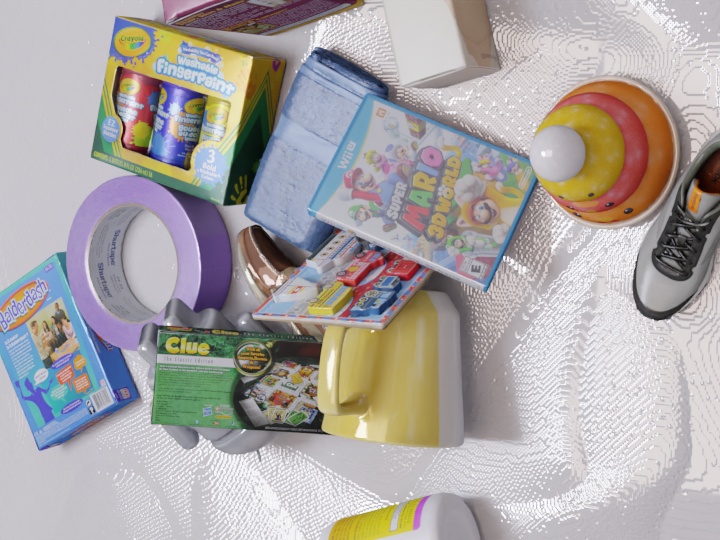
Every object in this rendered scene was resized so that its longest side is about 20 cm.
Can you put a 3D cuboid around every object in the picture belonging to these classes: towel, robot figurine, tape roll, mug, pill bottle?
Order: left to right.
[{"bbox_3d":[-0.249,-0.010,1.561,0.197,0.065,0.204,3,96,29],"label":"tape roll"},{"bbox_3d":[-0.156,0.123,1.471,0.169,0.113,0.200,-42,108,14],"label":"robot figurine"},{"bbox_3d":[-0.045,-0.128,1.443,0.111,0.048,0.202,32,108,20],"label":"towel"},{"bbox_3d":[0.023,0.306,1.416,0.198,0.104,0.106,-20,85,30],"label":"pill bottle"},{"bbox_3d":[0.039,0.094,1.352,0.147,0.187,0.156,6,90,4],"label":"mug"}]

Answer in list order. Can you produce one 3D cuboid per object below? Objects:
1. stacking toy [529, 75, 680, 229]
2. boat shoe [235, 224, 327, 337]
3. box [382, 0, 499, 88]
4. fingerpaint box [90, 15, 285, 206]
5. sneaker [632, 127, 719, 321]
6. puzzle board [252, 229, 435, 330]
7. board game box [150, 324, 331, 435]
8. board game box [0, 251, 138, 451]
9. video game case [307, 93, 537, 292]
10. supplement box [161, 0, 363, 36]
[{"bbox_3d":[0.199,-0.107,1.220,0.144,0.199,0.149,3,96,29],"label":"stacking toy"},{"bbox_3d":[-0.060,0.028,1.458,0.072,0.076,0.201,-38,86,23],"label":"boat shoe"},{"bbox_3d":[0.070,-0.289,1.337,0.077,0.095,0.203,-13,90,29],"label":"box"},{"bbox_3d":[-0.198,-0.182,1.509,0.198,0.073,0.169,21,105,26],"label":"fingerpaint box"},{"bbox_3d":[0.305,-0.045,1.236,0.073,0.079,0.202,31,110,21],"label":"sneaker"},{"bbox_3d":[0.000,0.000,1.348,0.149,0.200,0.018,3,118,28],"label":"puzzle board"},{"bbox_3d":[-0.118,0.116,1.402,0.196,0.023,0.107,5,108,-10],"label":"board game box"},{"bbox_3d":[-0.375,0.100,1.654,0.151,0.045,0.202,-29,81,29],"label":"board game box"},{"bbox_3d":[0.065,-0.081,1.337,0.198,0.018,0.145,23,73,12],"label":"video game case"},{"bbox_3d":[-0.104,-0.312,1.371,0.129,0.199,0.105,-12,90,28],"label":"supplement box"}]
